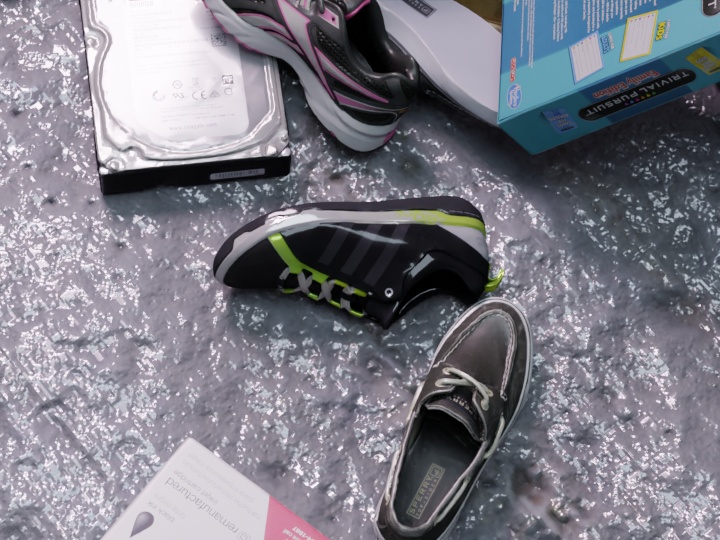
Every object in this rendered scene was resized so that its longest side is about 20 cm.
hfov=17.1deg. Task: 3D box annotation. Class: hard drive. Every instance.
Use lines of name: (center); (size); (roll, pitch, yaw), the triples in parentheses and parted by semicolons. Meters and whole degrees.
hard drive: (-0.130, -0.157, 1.730); (0.140, 0.038, 0.200); (-5, 65, -6)

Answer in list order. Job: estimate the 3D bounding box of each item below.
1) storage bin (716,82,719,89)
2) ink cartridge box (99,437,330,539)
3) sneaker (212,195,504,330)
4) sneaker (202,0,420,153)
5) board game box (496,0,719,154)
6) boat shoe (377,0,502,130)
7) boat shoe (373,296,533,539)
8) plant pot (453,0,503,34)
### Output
storage bin: (0.339, -0.182, 1.715); (0.200, 0.134, 0.146); (-25, 69, -15)
ink cartridge box: (-0.116, 0.233, 1.525); (0.146, 0.083, 0.200); (35, 68, 12)
sneaker: (0.000, 0.000, 1.646); (0.200, 0.072, 0.083); (-8, 67, -7)
sneaker: (-0.029, -0.184, 1.694); (0.200, 0.086, 0.080); (43, 49, -3)
board game box: (0.190, -0.181, 1.643); (0.200, 0.047, 0.151); (-20, 49, 33)
boat shoe: (0.045, -0.164, 1.732); (0.200, 0.057, 0.069); (42, 51, 15)
boat shoe: (0.068, 0.100, 1.608); (0.071, 0.064, 0.200); (21, 66, 6)
plant pot: (0.116, -0.243, 1.789); (0.200, 0.027, 0.200); (1, 66, -3)
